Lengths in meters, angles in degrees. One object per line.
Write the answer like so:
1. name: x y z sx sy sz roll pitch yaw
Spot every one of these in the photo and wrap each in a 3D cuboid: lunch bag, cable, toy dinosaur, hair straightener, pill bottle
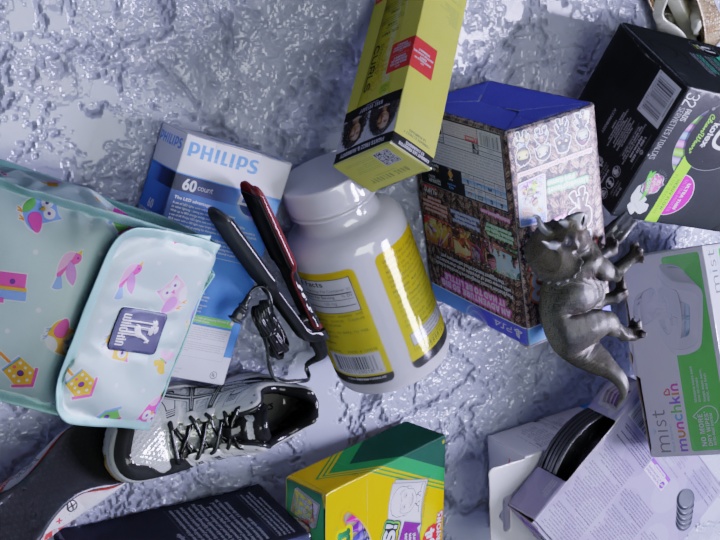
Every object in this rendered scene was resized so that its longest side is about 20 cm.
1. lunch bag: -0.224 0.022 0.958 0.199 0.122 0.171 20 96 -12
2. cable: 0.232 -0.009 1.219 0.097 0.200 0.050 -38 86 -27
3. toy dinosaur: 0.189 0.025 1.074 0.102 0.077 0.201 -15 117 -14
4. hair straightener: -0.083 0.024 1.053 0.077 0.041 0.200 -38 129 -21
5. pill bottle: 0.000 0.000 1.111 0.111 0.111 0.200 -31 118 -19

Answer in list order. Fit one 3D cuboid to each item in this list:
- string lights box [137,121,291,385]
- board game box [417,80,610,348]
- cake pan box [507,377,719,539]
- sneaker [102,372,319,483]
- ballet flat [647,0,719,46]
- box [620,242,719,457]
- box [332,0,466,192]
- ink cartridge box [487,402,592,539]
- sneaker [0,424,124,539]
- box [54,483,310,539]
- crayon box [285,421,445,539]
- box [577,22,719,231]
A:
1. string lights box: -0.140 -0.012 1.057 0.103 0.059 0.201 14 97 -33
2. board game box: 0.135 -0.057 1.144 0.097 0.159 0.201 -19 114 -24
3. cake pan box: 0.264 0.231 1.289 0.184 0.052 0.200 -50 122 -13
4. sneaker: -0.122 0.128 1.067 0.200 0.088 0.076 -18 101 -41
5. ballet flat: 0.298 -0.281 1.220 0.200 0.070 0.065 49 59 -30
6. box: 0.352 0.073 1.261 0.176 0.097 0.201 -5 86 -51
7. box: 0.037 -0.168 1.053 0.050 0.075 0.201 33 58 -32
8. ink cartridge box: 0.200 0.220 1.318 0.199 0.068 0.116 -13 110 -27
9. sneaker: -0.268 0.189 1.042 0.067 0.108 0.201 55 37 -3
10. box: -0.155 0.321 1.112 0.198 0.123 0.201 -8 108 -27
11. crayon box: 0.006 0.267 1.195 0.172 0.058 0.201 -18 115 -47
12. box: 0.322 -0.134 1.224 0.199 0.124 0.149 6 126 -32
